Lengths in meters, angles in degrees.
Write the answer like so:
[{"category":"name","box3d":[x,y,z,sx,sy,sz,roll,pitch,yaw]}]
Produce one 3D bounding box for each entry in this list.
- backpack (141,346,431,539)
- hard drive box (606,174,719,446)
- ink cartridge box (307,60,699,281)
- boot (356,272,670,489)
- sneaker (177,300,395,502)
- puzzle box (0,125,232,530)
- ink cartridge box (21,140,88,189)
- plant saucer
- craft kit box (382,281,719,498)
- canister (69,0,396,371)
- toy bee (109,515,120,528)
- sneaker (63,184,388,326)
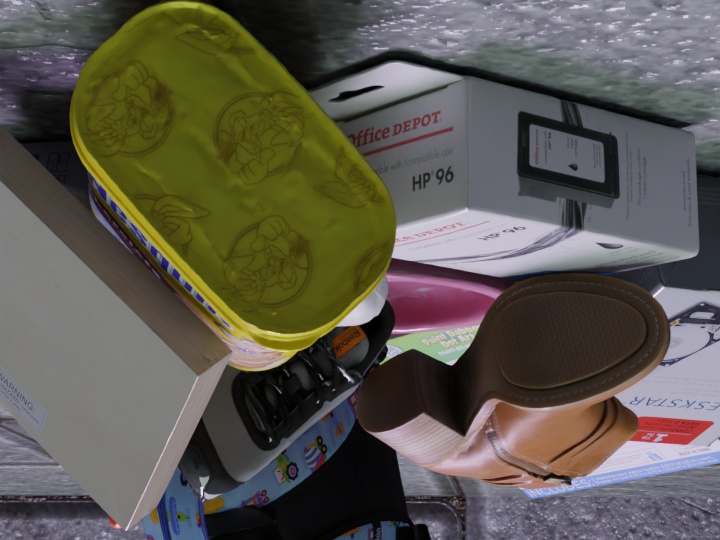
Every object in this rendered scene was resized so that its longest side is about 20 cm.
[{"category":"backpack","box3d":[-0.065,0.141,1.258,0.133,0.184,0.200,-4,-164,34]},{"category":"hard drive box","box3d":[0.188,0.027,1.187,0.154,0.078,0.200,5,151,-22]},{"category":"ink cartridge box","box3d":[0.059,-0.044,0.995,0.199,0.069,0.116,10,165,-37]},{"category":"boot","box3d":[0.115,0.068,1.105,0.199,0.074,0.154,-17,151,36]},{"category":"sneaker","box3d":[-0.044,0.055,1.072,0.079,0.075,0.200,-19,-167,30]},{"category":"puzzle box","box3d":[-0.154,0.014,0.943,0.025,0.200,0.133,-35,163,-40]},{"category":"ink cartridge box","box3d":[-0.112,-0.011,1.110,0.198,0.044,0.174,-2,149,13]},{"category":"plant saucer","box3d":[0.000,0.000,1.263,0.198,0.051,0.201,0,168,0]},{"category":"craft kit box","box3d":[0.134,0.076,1.390,0.199,0.049,0.197,-17,132,44]},{"category":"canister","box3d":[-0.062,-0.028,0.904,0.086,0.149,0.200,-43,179,-11]},{"category":"toy bee","box3d":[-0.149,0.123,1.414,0.198,0.110,0.131,-4,-178,18]},{"category":"sneaker","box3d":[-0.086,0.020,1.026,0.198,0.089,0.075,8,149,-5]}]
